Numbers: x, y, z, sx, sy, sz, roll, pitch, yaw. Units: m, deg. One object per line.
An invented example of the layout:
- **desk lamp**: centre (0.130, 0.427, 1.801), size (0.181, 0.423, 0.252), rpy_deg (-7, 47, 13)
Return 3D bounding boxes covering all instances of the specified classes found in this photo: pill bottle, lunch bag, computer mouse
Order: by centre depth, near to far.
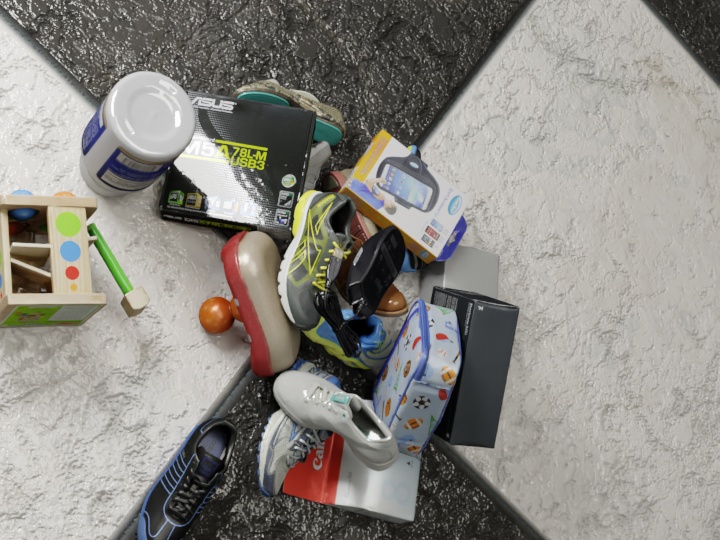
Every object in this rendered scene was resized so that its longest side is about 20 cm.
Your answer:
- **pill bottle**: centre (-0.306, -0.171, 1.561), size (0.118, 0.200, 0.121), rpy_deg (9, 71, -27)
- **computer mouse**: centre (-0.009, 0.003, 1.583), size (0.201, 0.046, 0.141), rpy_deg (-64, 142, -28)
- **lunch bag**: centre (0.073, 0.149, 1.634), size (0.075, 0.201, 0.161), rpy_deg (16, 36, -15)

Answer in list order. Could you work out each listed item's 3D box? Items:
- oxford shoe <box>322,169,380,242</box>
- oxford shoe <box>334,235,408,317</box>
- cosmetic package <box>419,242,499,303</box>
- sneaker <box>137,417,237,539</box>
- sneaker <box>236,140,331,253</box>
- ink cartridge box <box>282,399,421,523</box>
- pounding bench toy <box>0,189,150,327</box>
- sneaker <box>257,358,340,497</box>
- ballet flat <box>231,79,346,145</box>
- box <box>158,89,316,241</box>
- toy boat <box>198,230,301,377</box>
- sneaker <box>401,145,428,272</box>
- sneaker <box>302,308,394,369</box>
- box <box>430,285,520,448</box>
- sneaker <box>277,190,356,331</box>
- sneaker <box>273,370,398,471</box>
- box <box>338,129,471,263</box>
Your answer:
- **oxford shoe**: centre (0.014, -0.065, 1.789), size (0.074, 0.070, 0.202), rpy_deg (-18, 85, -35)
- **oxford shoe**: centre (0.000, 0.000, 1.690), size (0.071, 0.072, 0.200), rpy_deg (-16, 40, -34)
- **cosmetic package**: centre (0.150, 0.067, 1.818), size (0.106, 0.090, 0.203), rpy_deg (15, 66, -23)
- **sneaker**: centre (-0.226, 0.280, 1.542), size (0.070, 0.078, 0.202), rpy_deg (33, 61, -17)
- **sneaker**: centre (-0.101, -0.106, 1.742), size (0.082, 0.075, 0.201), rpy_deg (43, 70, -18)
- **ink cartridge box**: centre (-0.005, 0.263, 1.691), size (0.198, 0.047, 0.162), rpy_deg (20, 66, -25)
- **pounding bench toy**: centre (-0.376, -0.018, 1.520), size (0.198, 0.124, 0.158), rpy_deg (0, 74, -29)
- **sneaker**: centre (-0.083, 0.221, 1.623), size (0.084, 0.077, 0.202), rpy_deg (15, 66, 12)
- **ballet flat**: centre (-0.111, -0.251, 1.785), size (0.198, 0.068, 0.076), rpy_deg (17, 45, -30)
- **box**: centre (-0.173, -0.151, 1.678), size (0.197, 0.048, 0.196), rpy_deg (10, 71, 1)
- **toy boat**: centre (-0.163, 0.054, 1.631), size (0.131, 0.129, 0.202), rpy_deg (-65, 138, -71)
- **sneaker**: centre (0.077, -0.095, 1.839), size (0.082, 0.070, 0.203), rpy_deg (8, 76, -34)
- **sneaker**: centre (0.005, 0.102, 1.683), size (0.199, 0.104, 0.077), rpy_deg (24, 80, -46)
- **box**: centre (0.146, 0.135, 1.668), size (0.078, 0.141, 0.203), rpy_deg (9, 94, -20)
- **sneaker**: centre (-0.056, -0.019, 1.598), size (0.074, 0.084, 0.203), rpy_deg (24, 67, -49)
- **sneaker**: centre (-0.031, 0.183, 1.566), size (0.199, 0.089, 0.075), rpy_deg (30, 63, 17)
- **box**: centre (0.077, -0.104, 1.770), size (0.199, 0.041, 0.120), rpy_deg (36, 64, -8)
